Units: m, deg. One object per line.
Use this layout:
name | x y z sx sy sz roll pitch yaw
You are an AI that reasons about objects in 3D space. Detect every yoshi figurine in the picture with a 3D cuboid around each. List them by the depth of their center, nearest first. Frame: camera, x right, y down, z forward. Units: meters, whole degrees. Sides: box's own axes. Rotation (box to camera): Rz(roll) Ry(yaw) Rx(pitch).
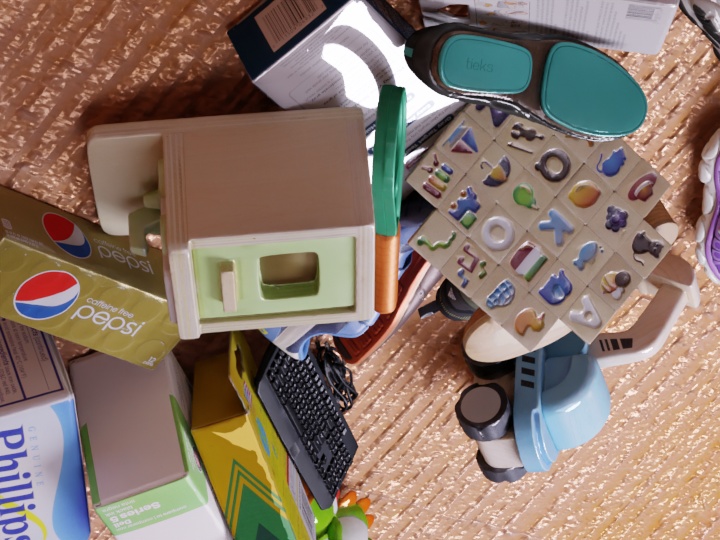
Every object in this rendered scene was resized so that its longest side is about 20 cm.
yoshi figurine | -0.054 0.240 1.943 0.111 0.113 0.200 -22 146 18

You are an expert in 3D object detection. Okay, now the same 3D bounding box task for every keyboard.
keyboard | -0.030 0.111 1.813 0.039 0.105 0.200 6 147 22

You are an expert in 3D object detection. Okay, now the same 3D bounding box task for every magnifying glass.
magnifying glass | 0.019 -0.048 1.587 0.022 0.080 0.201 4 134 6

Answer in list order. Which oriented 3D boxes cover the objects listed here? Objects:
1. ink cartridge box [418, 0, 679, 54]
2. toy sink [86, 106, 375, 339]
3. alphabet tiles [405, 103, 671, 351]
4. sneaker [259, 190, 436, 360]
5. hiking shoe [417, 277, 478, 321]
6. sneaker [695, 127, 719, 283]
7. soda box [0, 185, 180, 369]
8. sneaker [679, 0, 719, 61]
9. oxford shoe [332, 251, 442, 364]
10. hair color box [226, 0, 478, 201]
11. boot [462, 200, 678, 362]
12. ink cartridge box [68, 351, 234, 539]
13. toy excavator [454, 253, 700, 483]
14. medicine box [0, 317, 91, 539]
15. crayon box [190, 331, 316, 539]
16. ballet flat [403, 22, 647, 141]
ink cartridge box | 0.130 -0.194 1.523 0.175 0.045 0.200 7 177 4
toy sink | -0.091 -0.030 1.562 0.199 0.113 0.131 -3 148 -3
alphabet tiles | 0.135 -0.043 1.638 0.200 0.006 0.167 41 88 -19
sneaker | 0.000 0.000 1.698 0.199 0.074 0.082 -29 102 23
hiking shoe | 0.139 0.000 1.826 0.199 0.076 0.100 -8 170 -40
sneaker | 0.334 -0.041 1.851 0.080 0.083 0.200 -34 142 -13
soda box | -0.214 0.005 1.620 0.200 0.064 0.068 23 120 -44
sneaker | 0.321 -0.189 1.714 0.083 0.081 0.200 -45 141 4
oxford shoe | 0.044 0.001 1.763 0.072 0.071 0.200 -1 138 -42
hair color box | 0.002 -0.138 1.593 0.100 0.061 0.200 -38 140 11
boot | 0.139 -0.027 1.724 0.201 0.144 0.071 -33 140 -4
ink cartridge box | -0.154 0.169 1.761 0.084 0.146 0.200 -19 141 4
toy excavator | 0.194 0.082 1.898 0.199 0.195 0.100 -4 143 16
medicine box | -0.320 0.144 1.678 0.199 0.103 0.183 -15 139 -14
crayon box | -0.090 0.150 1.749 0.051 0.127 0.201 -17 111 5
ballet flat | 0.115 -0.142 1.567 0.199 0.068 0.068 15 93 -33
